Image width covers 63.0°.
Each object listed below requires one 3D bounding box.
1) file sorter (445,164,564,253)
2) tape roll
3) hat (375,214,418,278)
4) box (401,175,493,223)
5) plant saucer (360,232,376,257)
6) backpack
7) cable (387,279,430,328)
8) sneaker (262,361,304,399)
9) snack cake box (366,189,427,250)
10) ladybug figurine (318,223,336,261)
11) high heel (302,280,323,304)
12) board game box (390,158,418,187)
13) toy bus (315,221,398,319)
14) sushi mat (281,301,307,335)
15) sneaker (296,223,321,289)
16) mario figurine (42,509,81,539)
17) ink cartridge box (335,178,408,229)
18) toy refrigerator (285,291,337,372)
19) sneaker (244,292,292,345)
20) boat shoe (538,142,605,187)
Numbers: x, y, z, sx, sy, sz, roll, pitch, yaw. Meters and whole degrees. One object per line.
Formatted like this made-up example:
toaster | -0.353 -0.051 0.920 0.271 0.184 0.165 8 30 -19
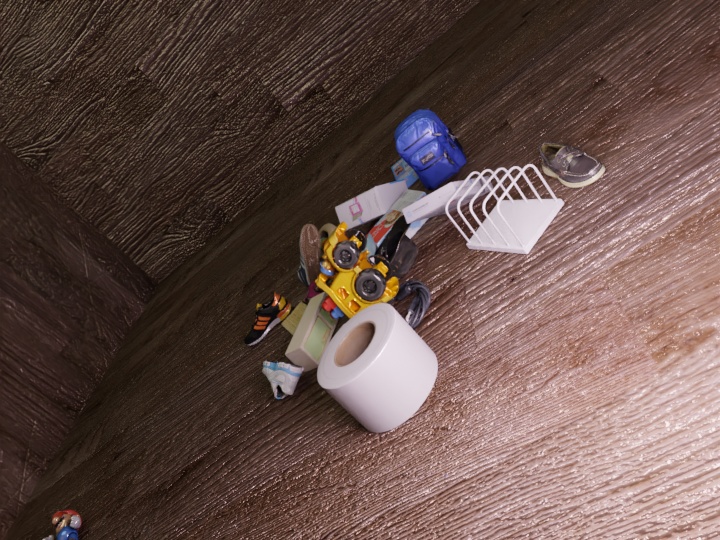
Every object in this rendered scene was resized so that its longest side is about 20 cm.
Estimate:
file sorter | 0.294 -0.135 1.245 0.139 0.125 0.199 -49 22 -13
tape roll | 0.031 0.185 1.130 0.201 0.139 0.204 -36 24 19
hat | 0.095 -0.035 1.484 0.203 0.080 0.201 -56 11 17
box | 0.215 -0.174 1.434 0.154 0.042 0.198 -26 -4 40
plant saucer | 0.000 0.000 1.563 0.200 0.035 0.204 -158 89 -88
backpack | 0.199 -0.357 1.705 0.161 0.200 0.169 -35 23 18
cable | 0.081 0.081 1.341 0.163 0.051 0.200 -46 20 3
sneaker | -0.210 0.281 1.494 0.199 0.073 0.089 -19 56 64
snack cake box | 0.109 -0.130 1.644 0.200 0.067 0.115 -48 24 -7
ladybug figurine | -0.092 -0.078 1.872 0.200 0.070 0.139 -146 68 -66
high heel | -0.112 0.059 1.703 0.097 0.067 0.199 -56 22 -12
board game box | 0.177 -0.353 1.958 0.150 0.037 0.201 -39 23 14
toy bus | -0.036 0.020 1.356 0.191 0.201 0.136 -40 8 22
sushi mat | -0.176 0.148 1.736 0.096 0.012 0.199 -47 22 -10
sneaker | -0.165 -0.041 1.849 0.068 0.205 0.108 -9 2 -22
mario figurine | -0.902 0.790 1.770 0.121 0.109 0.199 -15 19 -25
ink cartridge box | 0.039 -0.198 1.797 0.143 0.087 0.198 -22 3 -42
toy refrigerator | -0.117 0.157 1.532 0.069 0.076 0.202 -26 28 37
sneaker | -0.313 0.150 1.873 0.199 0.090 0.070 -40 22 10
boat shoe | 0.433 -0.227 1.236 0.073 0.065 0.200 -42 23 0
